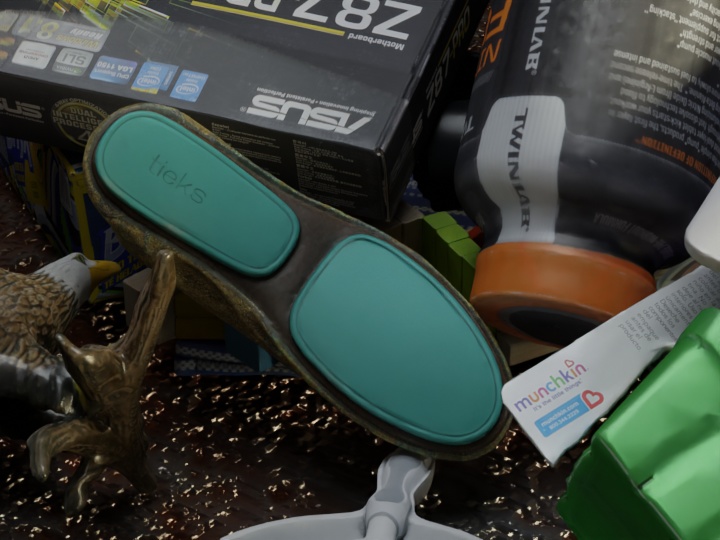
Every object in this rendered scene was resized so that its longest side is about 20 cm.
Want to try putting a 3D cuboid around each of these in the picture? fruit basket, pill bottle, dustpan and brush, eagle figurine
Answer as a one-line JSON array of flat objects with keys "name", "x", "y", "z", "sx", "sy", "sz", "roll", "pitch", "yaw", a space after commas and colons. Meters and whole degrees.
[{"name": "fruit basket", "x": 0.175, "y": 0.067, "z": 0.819, "sx": 0.199, "sy": 0.094, "sz": 0.186, "roll": -27, "pitch": 68, "yaw": -30}, {"name": "pill bottle", "x": 0.097, "y": -0.071, "z": 0.946, "sx": 0.106, "sy": 0.106, "sz": 0.201, "roll": 8, "pitch": 74, "yaw": 19}, {"name": "dustpan and brush", "x": 0.004, "y": 0.104, "z": 0.840, "sx": 0.139, "sy": 0.058, "sz": 0.200, "roll": 4, "pitch": 7, "yaw": 10}, {"name": "eagle figurine", "x": -0.160, "y": 0.014, "z": 0.943, "sx": 0.199, "sy": 0.152, "sz": 0.151, "roll": 32, "pitch": 6, "yaw": 23}]

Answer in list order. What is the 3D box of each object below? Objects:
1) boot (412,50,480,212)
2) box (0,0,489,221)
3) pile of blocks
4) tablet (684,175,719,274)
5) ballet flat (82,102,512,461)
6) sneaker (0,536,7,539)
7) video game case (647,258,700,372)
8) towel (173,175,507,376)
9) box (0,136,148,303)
[{"name": "boot", "x": 0.113, "y": -0.075, "z": 1.091, "sx": 0.167, "sy": 0.077, "sz": 0.200, "roll": 2, "pitch": 17, "yaw": 12}, {"name": "box", "x": -0.055, "y": -0.110, "z": 1.023, "sx": 0.199, "sy": 0.049, "sz": 0.162, "roll": 13, "pitch": 53, "yaw": 16}, {"name": "pile of blocks", "x": 0.000, "y": 0.000, "z": 0.989, "sx": 0.199, "sy": 0.062, "sz": 0.082, "roll": -3, "pitch": 33, "yaw": -2}, {"name": "tablet", "x": 0.202, "y": -0.031, "z": 0.853, "sx": 0.130, "sy": 0.014, "sz": 0.200, "roll": 28, "pitch": 40, "yaw": 10}, {"name": "ballet flat", "x": -0.024, "y": 0.007, "z": 0.937, "sx": 0.200, "sy": 0.071, "sz": 0.071, "roll": 36, "pitch": 41, "yaw": 8}, {"name": "sneaker", "x": -0.119, "y": 0.145, "z": 0.742, "sx": 0.076, "sy": 0.088, "sz": 0.201, "roll": 34, "pitch": 32, "yaw": -18}, {"name": "video game case", "x": 0.193, "y": 0.024, "z": 1.003, "sx": 0.143, "sy": 0.018, "sz": 0.200, "roll": -20, "pitch": 34, "yaw": -27}, {"name": "towel", "x": 0.007, "y": -0.006, "z": 1.076, "sx": 0.144, "sy": 0.024, "sz": 0.200, "roll": 5, "pitch": 33, "yaw": 11}, {"name": "box", "x": -0.121, "y": -0.055, "z": 1.103, "sx": 0.070, "sy": 0.065, "sz": 0.200, "roll": -13, "pitch": 26, "yaw": -16}]
